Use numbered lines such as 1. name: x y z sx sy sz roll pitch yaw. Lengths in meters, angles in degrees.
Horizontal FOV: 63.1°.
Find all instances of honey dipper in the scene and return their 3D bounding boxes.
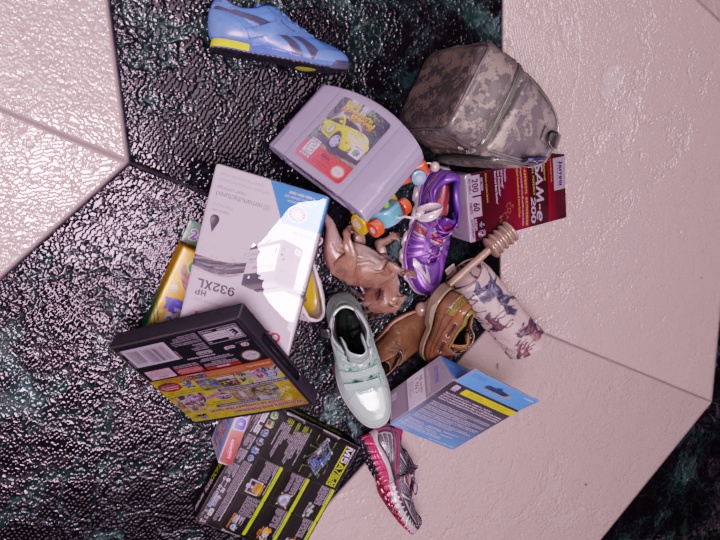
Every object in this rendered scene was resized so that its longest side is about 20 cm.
1. honey dipper: 0.161 0.000 0.916 0.199 0.038 0.038 -40 113 -3

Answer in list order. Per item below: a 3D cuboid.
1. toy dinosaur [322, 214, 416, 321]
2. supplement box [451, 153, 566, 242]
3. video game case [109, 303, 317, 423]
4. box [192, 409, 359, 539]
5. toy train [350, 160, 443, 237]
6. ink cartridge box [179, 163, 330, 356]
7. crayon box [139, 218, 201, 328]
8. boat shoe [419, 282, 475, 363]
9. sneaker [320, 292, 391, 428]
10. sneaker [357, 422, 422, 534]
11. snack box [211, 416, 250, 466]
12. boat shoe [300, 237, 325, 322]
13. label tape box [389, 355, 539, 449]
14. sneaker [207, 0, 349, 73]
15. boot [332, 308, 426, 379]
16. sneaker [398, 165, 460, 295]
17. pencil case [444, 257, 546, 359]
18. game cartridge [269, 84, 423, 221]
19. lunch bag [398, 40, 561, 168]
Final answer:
1. toy dinosaur: 0.000 0.000 0.880 0.198 0.086 0.136 34 123 -9
2. supplement box: 0.243 -0.123 0.966 0.196 0.061 0.112 -15 108 -21
3. video game case: -0.179 0.124 0.731 0.196 0.026 0.182 -13 132 23
4. box: -0.126 0.317 0.905 0.191 0.047 0.203 32 86 -28
5. toy train: 0.046 -0.120 0.824 0.147 0.201 0.057 -19 116 8
6. ink cartridge box: -0.130 -0.013 0.735 0.142 0.084 0.205 15 96 -5
7. crayon box: -0.218 0.050 0.806 0.124 0.051 0.204 25 90 -26
8. boat shoe: 0.137 0.106 0.911 0.072 0.067 0.202 -44 152 -21
9. sneaker: -0.005 0.136 0.811 0.072 0.118 0.205 -18 94 -1
10. sneaker: 0.066 0.349 0.976 0.074 0.080 0.204 -27 110 -18
11. snack box: -0.165 0.168 0.842 0.024 0.072 0.204 20 93 -25
12. boat shoe: -0.091 -0.018 0.822 0.073 0.085 0.207 -22 110 -29
13. label tape box: 0.159 0.200 0.934 0.142 0.064 0.200 27 130 -25
14. sneaker: -0.101 -0.312 0.775 0.195 0.066 0.081 5 95 -24
15. boot: 0.054 0.130 0.929 0.198 0.075 0.075 -31 109 -16
16. sneaker: 0.113 -0.058 0.910 0.079 0.083 0.205 0 104 -22
17. pencil case: 0.224 0.064 0.983 0.200 0.089 0.078 44 74 -22
18. game cartridge: -0.018 -0.166 0.778 0.133 0.199 0.041 -47 150 -10
19. lunch bag: 0.170 -0.217 0.838 0.165 0.199 0.142 24 92 -24
